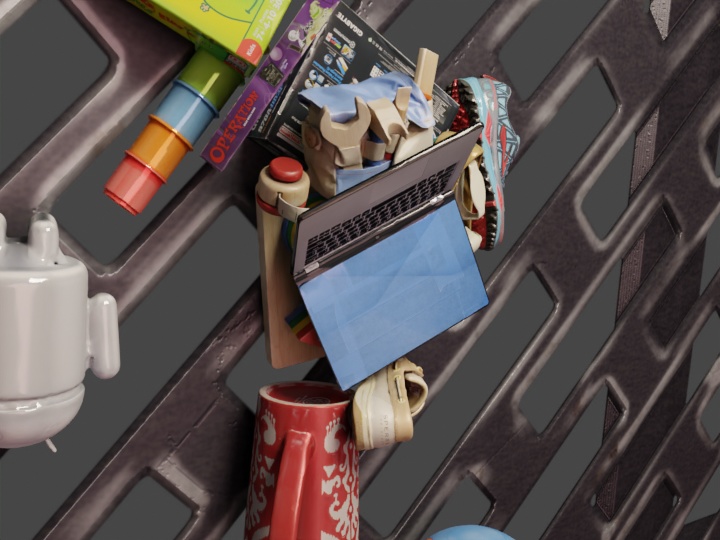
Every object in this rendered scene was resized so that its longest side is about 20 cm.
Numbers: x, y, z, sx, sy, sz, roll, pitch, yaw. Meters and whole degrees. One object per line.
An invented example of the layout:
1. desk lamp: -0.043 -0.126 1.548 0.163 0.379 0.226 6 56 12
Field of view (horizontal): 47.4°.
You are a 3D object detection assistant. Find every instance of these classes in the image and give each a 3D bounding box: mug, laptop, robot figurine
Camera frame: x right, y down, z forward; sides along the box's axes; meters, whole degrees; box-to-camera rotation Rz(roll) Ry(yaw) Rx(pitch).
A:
1. mug: -0.050 0.229 0.837 0.131 0.177 0.205 2 95 -22
2. laptop: 0.042 -0.005 0.750 0.185 0.200 0.117 -29 76 -16
3. robot figurine: -0.282 0.056 0.671 0.166 0.113 0.205 3 99 -19

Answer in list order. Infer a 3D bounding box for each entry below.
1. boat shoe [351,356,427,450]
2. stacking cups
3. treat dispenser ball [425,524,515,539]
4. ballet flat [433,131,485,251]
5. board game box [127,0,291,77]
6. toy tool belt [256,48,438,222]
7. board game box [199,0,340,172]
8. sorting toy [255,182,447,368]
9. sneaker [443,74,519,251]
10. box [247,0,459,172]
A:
1. boat shoe: 0.037 0.130 0.867 0.068 0.200 0.075 -1 108 9
2. stacking cups: -0.163 -0.144 0.746 0.060 0.060 0.201 42 77 -33
3. treat dispenser ball: 0.133 0.412 0.981 0.198 0.200 0.206 -8 105 -33
4. ballet flat: 0.107 -0.053 0.916 0.068 0.062 0.203 -37 136 -39
5. board game box: -0.154 -0.265 0.694 0.198 0.048 0.103 30 83 -15
6. toy tool belt: -0.008 -0.133 0.749 0.198 0.124 0.125 -22 138 -37
7. board game box: -0.077 -0.179 0.736 0.032 0.120 0.202 35 91 -9
8. sorting toy: 0.000 0.000 0.844 0.195 0.070 0.204 -12 118 -23
9. sneaker: 0.156 -0.125 0.958 0.094 0.079 0.204 -18 110 -32
10. box: -0.001 -0.158 0.861 0.198 0.046 0.161 31 82 -35
